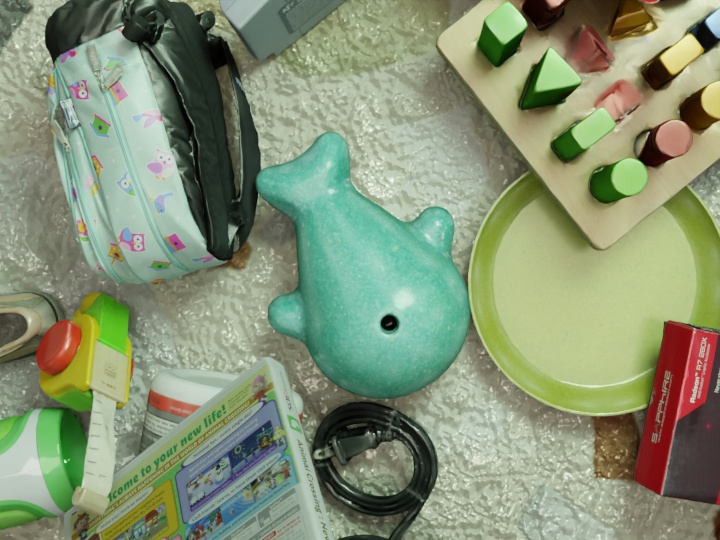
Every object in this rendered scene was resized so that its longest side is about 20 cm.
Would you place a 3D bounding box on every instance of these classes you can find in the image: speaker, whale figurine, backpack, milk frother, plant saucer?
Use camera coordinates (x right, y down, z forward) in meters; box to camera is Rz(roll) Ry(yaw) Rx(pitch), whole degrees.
[{"bbox_3d":[-0.309,0.164,0.858,0.198,0.088,0.089,-15,90,2],"label":"speaker"},{"bbox_3d":[0.000,0.000,0.834,0.158,0.104,0.201,-28,98,1],"label":"whale figurine"},{"bbox_3d":[-0.153,-0.093,0.831,0.126,0.167,0.202,-13,93,17],"label":"backpack"},{"bbox_3d":[0.002,0.213,0.799,0.180,0.188,0.201,-34,89,1],"label":"milk frother"},{"bbox_3d":[0.181,0.009,0.872,0.198,0.031,0.202,0,89,2],"label":"plant saucer"}]

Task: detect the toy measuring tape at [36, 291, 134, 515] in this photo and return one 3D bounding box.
[{"bbox_3d":[-0.205,0.098,0.829,0.073,0.074,0.201,-8,47,2],"label":"toy measuring tape"}]

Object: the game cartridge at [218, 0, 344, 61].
[{"bbox_3d":[-0.014,-0.237,0.826,0.200,0.133,0.041,-39,89,1],"label":"game cartridge"}]

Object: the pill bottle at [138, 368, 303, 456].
[{"bbox_3d":[-0.113,0.181,0.838,0.115,0.116,0.202,10,90,2],"label":"pill bottle"}]

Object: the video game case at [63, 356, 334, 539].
[{"bbox_3d":[-0.107,0.179,0.716,0.200,0.022,0.183,-38,44,17],"label":"video game case"}]

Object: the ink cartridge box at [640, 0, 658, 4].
[{"bbox_3d":[0.178,-0.296,0.762,0.175,0.084,0.200,32,69,26],"label":"ink cartridge box"}]

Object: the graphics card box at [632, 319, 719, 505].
[{"bbox_3d":[0.313,0.116,0.842,0.198,0.051,0.127,11,92,-10],"label":"graphics card box"}]

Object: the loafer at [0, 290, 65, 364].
[{"bbox_3d":[-0.329,0.059,0.870,0.198,0.063,0.072,-17,89,1],"label":"loafer"}]

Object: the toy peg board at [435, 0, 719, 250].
[{"bbox_3d":[0.190,-0.152,0.798,0.199,0.098,0.200,-39,90,2],"label":"toy peg board"}]
